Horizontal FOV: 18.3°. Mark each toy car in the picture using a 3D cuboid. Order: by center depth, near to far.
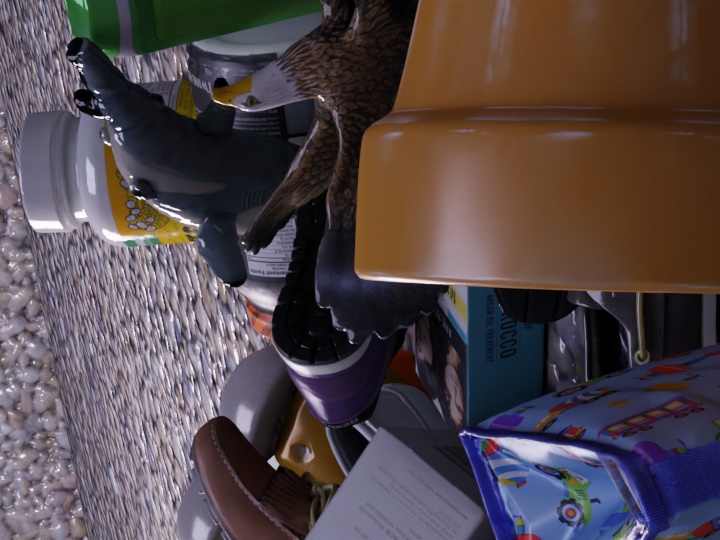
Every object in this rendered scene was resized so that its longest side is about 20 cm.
[{"bbox_3d":[-0.009,0.142,1.451,0.201,0.174,0.150,-69,-15,17],"label":"toy car"}]

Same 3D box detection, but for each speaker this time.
[{"bbox_3d":[-0.067,-0.179,1.258,0.088,0.199,0.089,165,90,-75],"label":"speaker"}]

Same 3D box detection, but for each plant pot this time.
[{"bbox_3d":[0.098,-0.087,0.807,0.200,0.199,0.185,-175,85,-74],"label":"plant pot"}]

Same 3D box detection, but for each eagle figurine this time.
[{"bbox_3d":[-0.004,-0.087,1.160,0.152,0.150,0.201,-57,-37,-56],"label":"eagle figurine"}]

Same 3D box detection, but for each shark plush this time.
[{"bbox_3d":[-0.101,-0.083,1.283,0.200,0.083,0.091,43,-164,-34],"label":"shark plush"}]

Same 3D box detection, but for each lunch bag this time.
[{"bbox_3d":[0.141,0.066,0.833,0.200,0.150,0.095,132,122,-73],"label":"lunch bag"}]

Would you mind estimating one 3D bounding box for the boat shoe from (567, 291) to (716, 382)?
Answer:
[{"bbox_3d":[0.124,0.010,1.016,0.072,0.060,0.202,-147,44,-68],"label":"boat shoe"}]

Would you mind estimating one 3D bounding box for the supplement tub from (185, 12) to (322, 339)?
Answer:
[{"bbox_3d":[-0.038,-0.064,1.414,0.123,0.122,0.201,-134,32,-61],"label":"supplement tub"}]

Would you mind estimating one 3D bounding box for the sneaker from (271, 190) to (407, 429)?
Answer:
[{"bbox_3d":[0.000,0.000,1.301,0.088,0.075,0.201,73,-150,-48],"label":"sneaker"}]

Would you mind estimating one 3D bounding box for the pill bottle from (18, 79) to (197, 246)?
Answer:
[{"bbox_3d":[-0.129,-0.075,1.544,0.113,0.199,0.114,-4,-90,-83],"label":"pill bottle"}]

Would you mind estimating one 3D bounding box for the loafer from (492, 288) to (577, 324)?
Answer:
[{"bbox_3d":[0.084,-0.075,1.083,0.072,0.072,0.201,-122,30,-70],"label":"loafer"}]

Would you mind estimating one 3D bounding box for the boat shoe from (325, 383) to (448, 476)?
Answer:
[{"bbox_3d":[0.045,0.159,1.298,0.072,0.068,0.201,-37,74,46],"label":"boat shoe"}]

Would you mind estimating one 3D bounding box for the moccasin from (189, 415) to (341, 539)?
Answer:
[{"bbox_3d":[-0.022,0.163,1.338,0.202,0.078,0.074,48,-161,10],"label":"moccasin"}]

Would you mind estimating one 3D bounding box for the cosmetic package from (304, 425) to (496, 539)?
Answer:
[{"bbox_3d":[0.006,0.187,1.216,0.081,0.201,0.113,37,-168,24],"label":"cosmetic package"}]

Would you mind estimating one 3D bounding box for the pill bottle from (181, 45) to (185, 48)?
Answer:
[{"bbox_3d":[-0.086,-0.240,1.436,0.201,0.113,0.114,93,157,-49],"label":"pill bottle"}]

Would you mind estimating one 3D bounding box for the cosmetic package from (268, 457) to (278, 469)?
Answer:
[{"bbox_3d":[-0.023,0.189,1.658,0.201,0.081,0.113,93,157,-46],"label":"cosmetic package"}]

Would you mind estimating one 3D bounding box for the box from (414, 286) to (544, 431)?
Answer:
[{"bbox_3d":[0.065,-0.001,1.243,0.082,0.049,0.201,-122,23,-48],"label":"box"}]
